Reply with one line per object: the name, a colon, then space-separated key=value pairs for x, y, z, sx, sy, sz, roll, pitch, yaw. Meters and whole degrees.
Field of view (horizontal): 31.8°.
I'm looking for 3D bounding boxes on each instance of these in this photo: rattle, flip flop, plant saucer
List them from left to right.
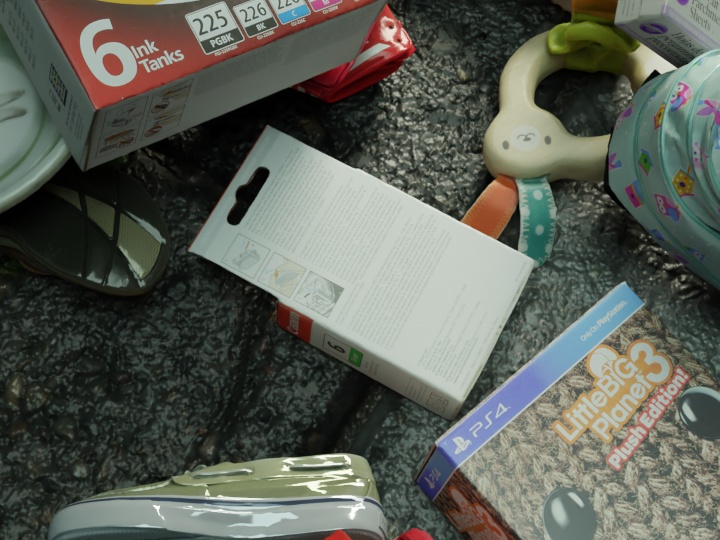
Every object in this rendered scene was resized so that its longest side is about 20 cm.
plant saucer: x=-0.253 y=-0.101 z=0.800 sx=0.199 sy=0.050 sz=0.201 roll=-3 pitch=62 yaw=6
flip flop: x=-0.209 y=-0.031 z=0.817 sx=0.199 sy=0.058 sz=0.081 roll=14 pitch=63 yaw=17
rattle: x=0.135 y=-0.112 z=0.831 sx=0.130 sy=0.143 sz=0.200 roll=44 pitch=69 yaw=9

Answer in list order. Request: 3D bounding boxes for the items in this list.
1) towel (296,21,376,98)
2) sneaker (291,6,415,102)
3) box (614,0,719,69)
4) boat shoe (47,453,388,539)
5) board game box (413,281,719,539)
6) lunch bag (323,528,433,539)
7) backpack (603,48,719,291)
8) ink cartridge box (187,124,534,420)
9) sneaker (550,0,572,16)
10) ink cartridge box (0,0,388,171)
towel: x=-0.068 y=-0.221 z=0.848 sx=0.199 sy=0.022 sz=0.145 roll=31 pitch=79 yaw=4
sneaker: x=0.002 y=-0.205 z=0.900 sx=0.115 sy=0.078 sz=0.201 roll=31 pitch=81 yaw=-2
box: x=0.242 y=-0.144 z=0.840 sx=0.199 sy=0.039 sz=0.042 roll=22 pitch=75 yaw=-41
boat shoe: x=-0.084 y=0.148 z=0.757 sx=0.199 sy=0.072 sz=0.062 roll=1 pitch=44 yaw=-9
board game box: x=0.159 y=0.140 z=0.757 sx=0.159 sy=0.097 sz=0.200 roll=-38 pitch=77 yaw=-17
lunch bag: x=0.036 y=0.212 z=0.665 sx=0.082 sy=0.200 sz=0.176 roll=-36 pitch=76 yaw=-12
backpack: x=0.258 y=-0.058 z=0.798 sx=0.199 sy=0.126 sz=0.168 roll=30 pitch=70 yaw=-18
ink cartridge box: x=0.000 y=0.000 z=0.823 sx=0.199 sy=0.050 sz=0.109 roll=28 pitch=69 yaw=7
sneaker: x=0.126 y=-0.243 z=0.906 sx=0.199 sy=0.090 sz=0.075 roll=18 pitch=68 yaw=2
ink cartridge box: x=-0.115 y=-0.184 z=0.759 sx=0.199 sy=0.084 sz=0.176 roll=-27 pitch=80 yaw=-25
